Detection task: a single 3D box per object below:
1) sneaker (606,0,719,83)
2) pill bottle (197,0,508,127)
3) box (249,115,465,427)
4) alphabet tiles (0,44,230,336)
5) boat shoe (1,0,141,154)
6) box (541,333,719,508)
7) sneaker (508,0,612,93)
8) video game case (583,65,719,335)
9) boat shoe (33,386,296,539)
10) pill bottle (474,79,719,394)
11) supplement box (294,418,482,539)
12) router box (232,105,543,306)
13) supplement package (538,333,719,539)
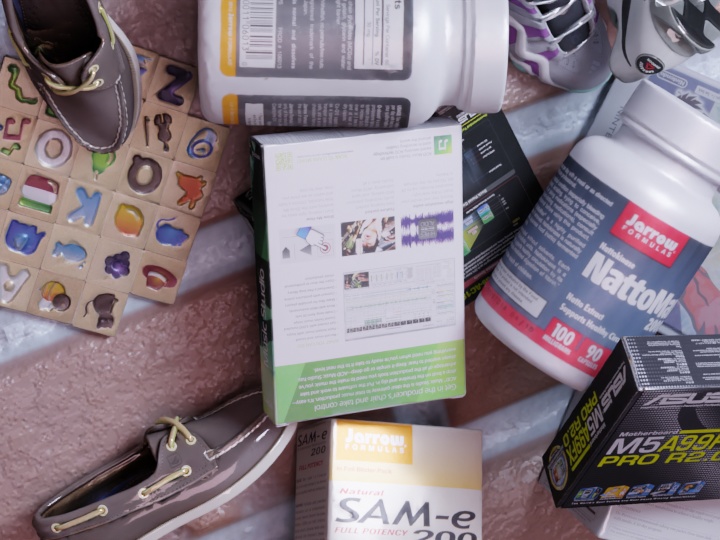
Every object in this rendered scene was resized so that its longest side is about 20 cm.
[{"bbox_3d":[0.215,-0.214,1.201,0.074,0.088,0.200,39,48,-18],"label":"sneaker"},{"bbox_3d":[-0.006,-0.153,1.111,0.199,0.116,0.117,1,105,-3],"label":"pill bottle"},{"bbox_3d":[0.000,0.000,1.157,0.144,0.036,0.201,-7,106,-18],"label":"box"},{"bbox_3d":[-0.186,-0.059,1.159,0.166,0.006,0.201,16,99,-23],"label":"alphabet tiles"},{"bbox_3d":[-0.187,-0.148,1.063,0.071,0.060,0.201,-6,132,5],"label":"boat shoe"},{"bbox_3d":[0.245,0.104,1.165,0.199,0.044,0.160,0,145,-19],"label":"box"},{"bbox_3d":[0.131,-0.193,1.159,0.078,0.140,0.200,-46,114,-3],"label":"sneaker"},{"bbox_3d":[0.238,-0.046,1.219,0.023,0.200,0.183,19,100,-56],"label":"video game case"},{"bbox_3d":[-0.138,0.142,1.193,0.200,0.072,0.060,-34,117,-4],"label":"boat shoe"},{"bbox_3d":[0.178,-0.025,1.165,0.119,0.120,0.200,26,103,-24],"label":"pill bottle"},{"bbox_3d":[0.020,0.214,1.230,0.125,0.073,0.201,6,76,-21],"label":"supplement box"},{"bbox_3d":[0.031,-0.038,1.211,0.200,0.062,0.150,-33,113,-8],"label":"router box"},{"bbox_3d":[0.240,0.107,1.298,0.109,0.114,0.201,18,100,-23],"label":"supplement package"}]
